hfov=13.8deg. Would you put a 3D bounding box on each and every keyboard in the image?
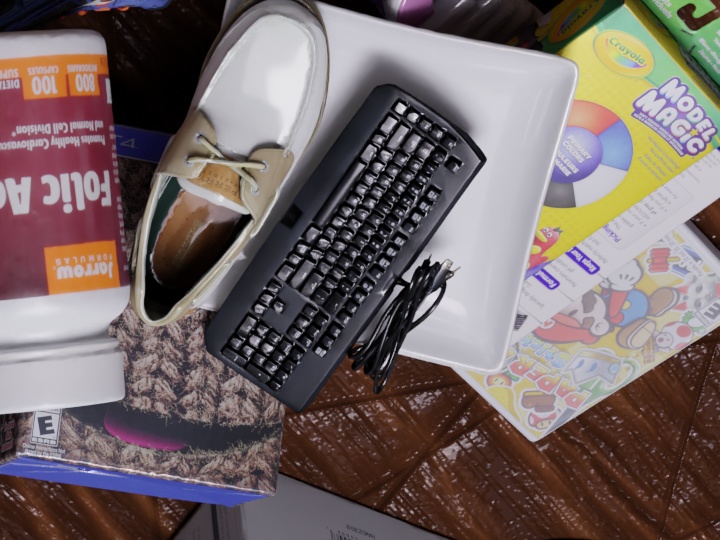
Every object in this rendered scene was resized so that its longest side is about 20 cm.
[{"bbox_3d":[0.000,0.000,1.658,0.104,0.040,0.200,31,116,-9],"label":"keyboard"}]

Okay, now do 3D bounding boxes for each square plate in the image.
[{"bbox_3d":[0.006,-0.052,1.669,0.197,0.028,0.201,13,116,0],"label":"square plate"}]

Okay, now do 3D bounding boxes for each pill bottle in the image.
[{"bbox_3d":[-0.185,-0.025,1.622,0.113,0.114,0.202,-6,90,-5],"label":"pill bottle"}]

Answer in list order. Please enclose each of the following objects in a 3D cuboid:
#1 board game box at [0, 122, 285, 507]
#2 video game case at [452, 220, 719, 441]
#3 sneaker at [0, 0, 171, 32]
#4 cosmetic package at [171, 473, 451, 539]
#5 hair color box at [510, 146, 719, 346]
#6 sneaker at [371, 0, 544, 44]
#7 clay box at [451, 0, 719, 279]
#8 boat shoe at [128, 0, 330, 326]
[{"bbox_3d":[-0.124,0.027,1.750,0.158,0.202,0.097,9,168,-18],"label":"board game box"},{"bbox_3d":[0.126,0.008,1.904,0.181,0.023,0.200,-34,128,19],"label":"video game case"},{"bbox_3d":[-0.141,-0.170,1.673,0.199,0.076,0.079,-25,134,13],"label":"sneaker"},{"bbox_3d":[-0.050,0.263,2.028,0.198,0.123,0.200,23,125,-26],"label":"cosmetic package"},{"bbox_3d":[0.119,-0.046,1.799,0.200,0.065,0.109,-37,130,18],"label":"hair color box"},{"bbox_3d":[0.048,-0.154,1.720,0.080,0.089,0.200,-41,150,0],"label":"sneaker"},{"bbox_3d":[0.123,-0.085,1.694,0.200,0.048,0.115,-35,121,21],"label":"clay box"},{"bbox_3d":[-0.071,-0.056,1.621,0.074,0.068,0.201,22,115,-3],"label":"boat shoe"}]
